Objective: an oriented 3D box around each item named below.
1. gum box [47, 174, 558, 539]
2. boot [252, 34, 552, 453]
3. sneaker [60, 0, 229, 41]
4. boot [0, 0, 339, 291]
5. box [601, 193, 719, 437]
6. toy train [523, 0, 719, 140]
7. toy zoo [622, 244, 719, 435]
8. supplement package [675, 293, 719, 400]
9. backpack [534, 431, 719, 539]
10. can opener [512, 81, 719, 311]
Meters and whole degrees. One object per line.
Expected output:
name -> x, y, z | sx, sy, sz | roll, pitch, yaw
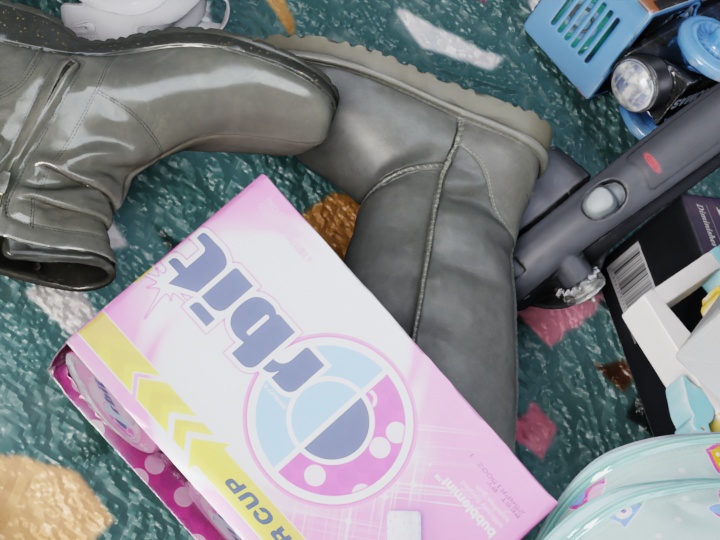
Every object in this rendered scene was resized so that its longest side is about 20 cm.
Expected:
gum box -> -0.022, 0.075, 1.256 | 0.113, 0.066, 0.200 | -41, 88, -19
boot -> -0.001, -0.001, 1.374 | 0.182, 0.073, 0.200 | 15, 64, 1
sneaker -> -0.151, -0.160, 1.371 | 0.200, 0.115, 0.075 | 7, 44, 9
boot -> -0.110, -0.043, 1.303 | 0.200, 0.068, 0.131 | 8, 54, -10
box -> 0.219, 0.069, 1.488 | 0.141, 0.079, 0.200 | 7, 54, -39
toy train -> 0.186, -0.139, 1.621 | 0.200, 0.087, 0.114 | -23, 68, -47
toy zoo -> 0.207, 0.043, 1.426 | 0.131, 0.020, 0.200 | 51, 43, 7
supplement package -> 0.255, -0.001, 1.399 | 0.114, 0.110, 0.200 | 44, 43, 0
backpack -> 0.145, 0.161, 1.282 | 0.200, 0.176, 0.153 | -2, 43, -39
can opener -> 0.137, -0.047, 1.442 | 0.079, 0.200, 0.063 | 57, 1, 3
